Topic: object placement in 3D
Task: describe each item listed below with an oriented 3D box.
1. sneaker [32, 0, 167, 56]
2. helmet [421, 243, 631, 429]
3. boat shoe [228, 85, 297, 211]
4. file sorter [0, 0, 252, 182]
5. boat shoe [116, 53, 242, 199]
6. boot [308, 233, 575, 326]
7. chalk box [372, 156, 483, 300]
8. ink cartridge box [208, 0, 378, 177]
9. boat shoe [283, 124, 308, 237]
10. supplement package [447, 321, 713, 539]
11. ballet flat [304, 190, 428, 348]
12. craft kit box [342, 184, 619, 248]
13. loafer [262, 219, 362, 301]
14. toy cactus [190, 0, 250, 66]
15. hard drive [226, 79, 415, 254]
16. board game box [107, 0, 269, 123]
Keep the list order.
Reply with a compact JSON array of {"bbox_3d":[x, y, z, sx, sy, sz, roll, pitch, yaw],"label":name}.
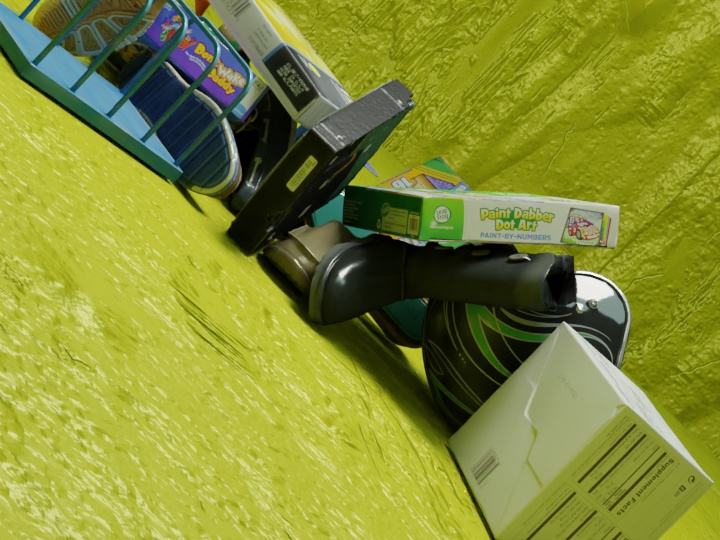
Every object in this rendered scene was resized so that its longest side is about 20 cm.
[{"bbox_3d":[-0.213,-0.269,1.658,0.088,0.200,0.076,57,-6,51],"label":"sneaker"},{"bbox_3d":[0.151,0.074,1.720,0.190,0.200,0.200,14,6,4],"label":"helmet"},{"bbox_3d":[-0.107,-0.122,1.788,0.062,0.075,0.200,24,41,-25],"label":"boat shoe"},{"bbox_3d":[-0.211,-0.199,1.552,0.200,0.123,0.139,36,11,-47],"label":"file sorter"},{"bbox_3d":[-0.154,-0.127,1.661,0.072,0.072,0.200,47,6,-49],"label":"boat shoe"},{"bbox_3d":[0.075,0.015,1.592,0.200,0.066,0.165,10,25,23],"label":"boot"},{"bbox_3d":[0.093,-0.012,2.028,0.200,0.124,0.125,52,-17,47],"label":"chalk box"},{"bbox_3d":[-0.059,-0.201,1.804,0.198,0.047,0.200,54,13,25],"label":"ink cartridge box"},{"bbox_3d":[-0.056,-0.094,1.891,0.069,0.084,0.200,50,40,-22],"label":"boat shoe"},{"bbox_3d":[0.182,0.164,1.534,0.111,0.156,0.200,41,8,-18],"label":"supplement package"},{"bbox_3d":[0.000,0.000,1.820,0.200,0.069,0.063,55,-20,-3],"label":"ballet flat"},{"bbox_3d":[0.108,-0.051,1.679,0.197,0.049,0.200,5,4,-22],"label":"craft kit box"},{"bbox_3d":[-0.034,-0.014,1.689,0.076,0.067,0.200,44,7,8],"label":"loafer"},{"bbox_3d":[-0.163,-0.257,1.932,0.200,0.102,0.165,23,17,40],"label":"toy cactus"},{"bbox_3d":[-0.033,-0.099,1.653,0.038,0.140,0.200,45,31,5],"label":"hard drive"},{"bbox_3d":[-0.183,-0.203,1.780,0.134,0.045,0.200,42,-13,-18],"label":"board game box"}]
